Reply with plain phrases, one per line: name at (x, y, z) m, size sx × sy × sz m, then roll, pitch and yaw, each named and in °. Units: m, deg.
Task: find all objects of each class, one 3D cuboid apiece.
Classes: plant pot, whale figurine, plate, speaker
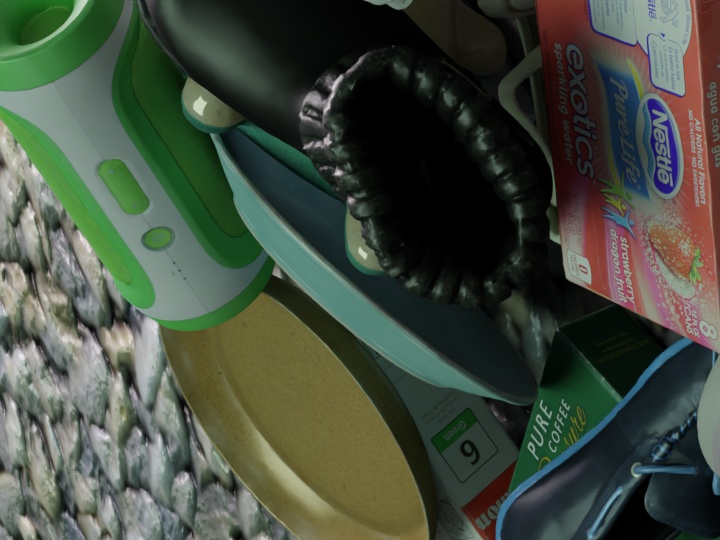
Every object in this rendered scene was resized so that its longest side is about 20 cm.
plant pot at (-0.028, 0.073, 1.401) m, size 0.200 × 0.027 × 0.200 m, roll 38°, pitch 150°, yaw 27°
whale figurine at (-0.009, -0.076, 1.229) m, size 0.200 × 0.159 × 0.104 m, roll 63°, pitch 152°, yaw 24°
plate at (0.000, 0.000, 1.265) m, size 0.200 × 0.026 × 0.200 m, roll 40°, pitch -171°, yaw -8°
speaker at (-0.109, -0.059, 1.271) m, size 0.088 × 0.088 × 0.200 m, roll 38°, pitch 166°, yaw 42°

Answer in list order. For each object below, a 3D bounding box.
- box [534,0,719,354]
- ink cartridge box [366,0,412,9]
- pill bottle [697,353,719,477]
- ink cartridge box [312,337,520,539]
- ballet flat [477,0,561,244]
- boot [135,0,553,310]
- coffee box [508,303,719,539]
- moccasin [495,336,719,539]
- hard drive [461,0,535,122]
box at (0.136, -0.084, 1.070) m, size 0.103 × 0.094 × 0.201 m, roll 28°, pitch 134°, yaw 50°
ink cartridge box at (-0.014, -0.217, 1.075) m, size 0.084 × 0.146 × 0.200 m, roll -45°, pitch 26°, yaw 33°
pill bottle at (0.227, 0.090, 1.024) m, size 0.200 × 0.112 × 0.113 m, roll 44°, pitch 145°, yaw 36°
ink cartridge box at (0.040, 0.108, 1.426) m, size 0.200 × 0.050 × 0.109 m, roll 54°, pitch 154°, yaw -8°
ballet flat at (0.085, -0.102, 1.181) m, size 0.069 × 0.069 × 0.201 m, roll 10°, pitch 119°, yaw 58°
boot at (-0.009, -0.071, 1.075) m, size 0.211 × 0.080 × 0.158 m, roll 34°, pitch -169°, yaw 3°
coffee box at (0.151, 0.123, 1.257) m, size 0.200 × 0.044 × 0.123 m, roll 48°, pitch 146°, yaw 31°
moccasin at (0.141, 0.087, 1.166) m, size 0.200 × 0.080 × 0.068 m, roll -48°, pitch 44°, yaw 36°
hard drive at (0.018, -0.070, 1.366) m, size 0.132 × 0.027 × 0.200 m, roll 56°, pitch 152°, yaw 20°
